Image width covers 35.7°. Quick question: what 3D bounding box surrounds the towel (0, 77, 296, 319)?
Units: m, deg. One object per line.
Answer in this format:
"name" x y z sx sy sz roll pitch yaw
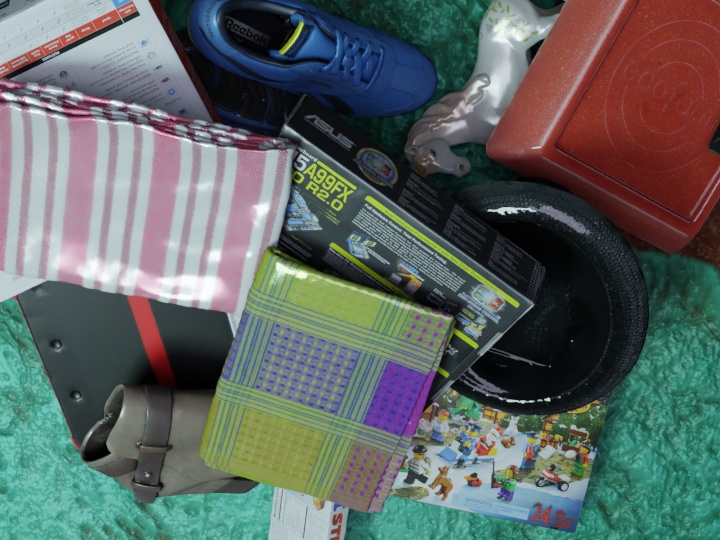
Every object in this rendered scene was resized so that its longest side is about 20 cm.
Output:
"towel" -0.149 -0.038 0.721 0.198 0.030 0.147 11 129 -4

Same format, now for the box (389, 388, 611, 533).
"box" 0.092 0.124 0.905 0.198 0.038 0.138 11 104 -1

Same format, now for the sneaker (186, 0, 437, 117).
"sneaker" -0.026 -0.151 0.797 0.198 0.078 0.067 14 96 -24

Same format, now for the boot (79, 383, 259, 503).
"boot" -0.116 0.113 0.849 0.145 0.071 0.200 20 126 -31

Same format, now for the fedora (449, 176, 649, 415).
"fedora" 0.122 0.007 0.815 0.198 0.092 0.202 11 129 14

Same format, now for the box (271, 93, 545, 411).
"box" 0.000 0.000 0.767 0.199 0.044 0.160 34 130 -6

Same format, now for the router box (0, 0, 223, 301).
"router box" -0.204 -0.096 0.754 0.198 0.049 0.180 -24 126 2

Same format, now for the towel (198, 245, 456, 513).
"towel" -0.028 0.085 0.777 0.142 0.023 0.201 18 123 -2

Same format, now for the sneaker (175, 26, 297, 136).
"sneaker" -0.143 -0.140 0.838 0.198 0.079 0.076 14 63 -14

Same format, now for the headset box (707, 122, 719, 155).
"headset box" 0.372 -0.114 0.793 0.198 0.077 0.150 16 106 -23

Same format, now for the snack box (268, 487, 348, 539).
"snack box" -0.036 0.151 0.902 0.024 0.072 0.202 -5 109 -42

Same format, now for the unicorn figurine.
"unicorn figurine" 0.110 -0.133 0.831 0.136 0.074 0.202 12 88 0

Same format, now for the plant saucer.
"plant saucer" 0.219 -0.127 0.802 0.198 0.037 0.201 24 103 -26

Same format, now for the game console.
"game console" -0.165 0.056 0.880 0.175 0.031 0.202 -13 120 0
